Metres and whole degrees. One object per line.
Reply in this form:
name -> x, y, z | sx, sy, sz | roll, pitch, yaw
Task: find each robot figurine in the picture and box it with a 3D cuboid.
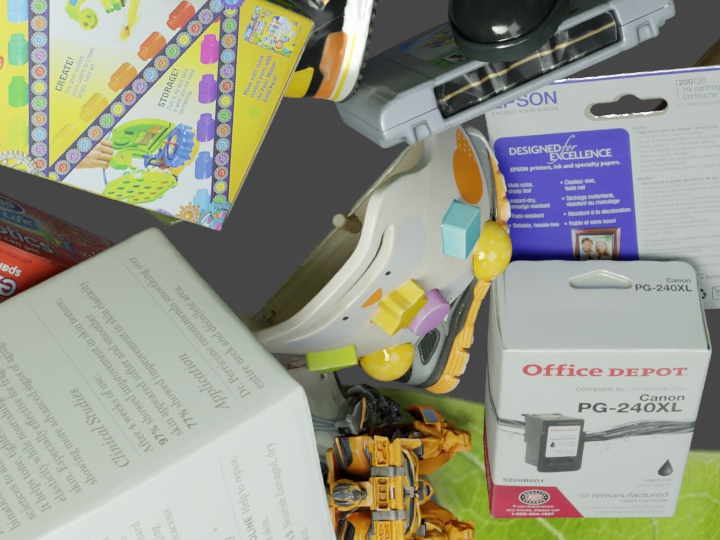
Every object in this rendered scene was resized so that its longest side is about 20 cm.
robot figurine -> 0.029, 0.153, 1.018 | 0.200, 0.058, 0.146 | 17, 69, -70

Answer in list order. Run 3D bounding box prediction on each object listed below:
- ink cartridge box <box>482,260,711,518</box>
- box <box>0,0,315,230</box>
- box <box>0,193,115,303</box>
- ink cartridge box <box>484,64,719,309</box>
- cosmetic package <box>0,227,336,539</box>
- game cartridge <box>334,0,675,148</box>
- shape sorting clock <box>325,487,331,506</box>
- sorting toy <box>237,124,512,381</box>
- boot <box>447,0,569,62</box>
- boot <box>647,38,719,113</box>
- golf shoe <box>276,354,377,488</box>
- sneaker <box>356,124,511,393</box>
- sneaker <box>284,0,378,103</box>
ink cartridge box -> 0.166, 0.091, 1.060 | 0.145, 0.084, 0.200 | 0, 136, 2
box -> -0.163, -0.136, 0.758 | 0.192, 0.200, 0.122 | 17, 106, -33
box -> -0.238, 0.007, 0.854 | 0.200, 0.095, 0.100 | 25, 103, -35
ink cartridge box -> 0.193, -0.059, 1.019 | 0.197, 0.043, 0.200 | -3, 126, 12
cosmetic package -> -0.144, 0.117, 0.794 | 0.200, 0.167, 0.167 | -28, 137, -19
game cartridge -> 0.084, -0.139, 0.927 | 0.200, 0.133, 0.041 | -25, 107, -9
shape sorting clock -> -0.094, 0.204, 1.035 | 0.199, 0.039, 0.200 | -12, 139, -11
sorting toy -> 0.000, 0.000, 0.904 | 0.200, 0.107, 0.180 | -47, 168, 14
boot -> 0.084, -0.243, 0.860 | 0.163, 0.073, 0.199 | 70, 30, -43
boot -> 0.283, -0.088, 1.105 | 0.200, 0.066, 0.175 | -40, 127, -6
golf shoe -> -0.065, 0.087, 1.017 | 0.200, 0.078, 0.097 | 34, 79, -42
sneaker -> 0.048, -0.005, 1.017 | 0.077, 0.078, 0.201 | 6, 110, -18
sneaker -> -0.035, -0.200, 0.876 | 0.090, 0.070, 0.201 | 1, 111, -19
